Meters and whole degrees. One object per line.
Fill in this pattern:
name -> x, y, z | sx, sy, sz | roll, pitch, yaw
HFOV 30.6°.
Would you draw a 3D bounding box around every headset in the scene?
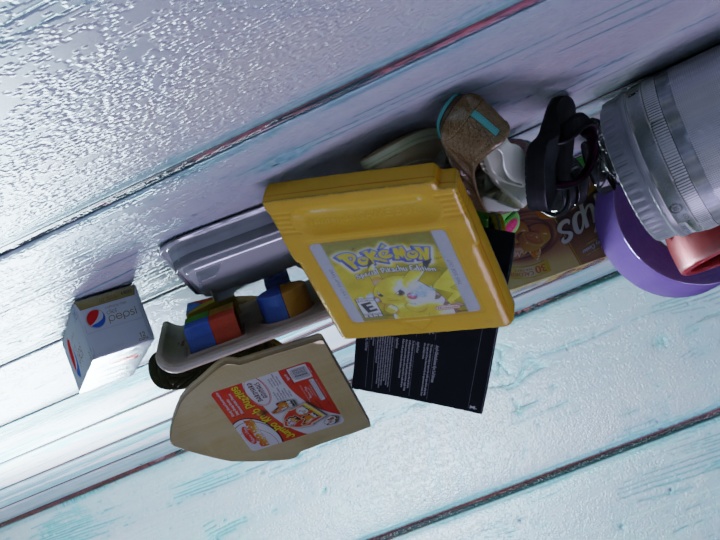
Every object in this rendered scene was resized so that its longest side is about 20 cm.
headset -> 0.244, -0.121, 1.462 | 0.123, 0.094, 0.200 | -24, -173, -7

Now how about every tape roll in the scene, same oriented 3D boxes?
tape roll -> 0.391, -0.072, 1.595 | 0.199, 0.201, 0.085 | -19, 172, -10

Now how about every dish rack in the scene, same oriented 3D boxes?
dish rack -> -0.103, -0.017, 1.298 | 0.171, 0.044, 0.200 | -21, 172, -3

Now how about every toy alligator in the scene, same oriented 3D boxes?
toy alligator -> 0.109, -0.019, 1.366 | 0.059, 0.055, 0.200 | -7, 170, -9

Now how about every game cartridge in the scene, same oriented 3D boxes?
game cartridge -> 0.029, -0.012, 1.172 | 0.175, 0.033, 0.200 | -6, 141, 22

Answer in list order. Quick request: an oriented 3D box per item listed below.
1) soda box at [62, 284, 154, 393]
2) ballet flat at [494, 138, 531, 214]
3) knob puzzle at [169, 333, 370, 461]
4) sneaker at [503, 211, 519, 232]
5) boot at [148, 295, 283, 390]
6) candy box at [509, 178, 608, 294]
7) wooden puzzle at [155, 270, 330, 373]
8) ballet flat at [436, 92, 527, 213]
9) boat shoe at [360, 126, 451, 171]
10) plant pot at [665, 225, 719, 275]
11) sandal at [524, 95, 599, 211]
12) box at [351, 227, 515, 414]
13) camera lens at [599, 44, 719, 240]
soda box -> -0.271, 0.075, 1.396 | 0.068, 0.064, 0.200 | -18, 171, -20
ballet flat -> 0.115, -0.075, 1.356 | 0.067, 0.068, 0.200 | -26, 173, -28
knob puzzle -> -0.108, 0.140, 1.377 | 0.218, 0.031, 0.220 | -8, 141, -6
sneaker -> 0.092, -0.041, 1.569 | 0.199, 0.077, 0.084 | -21, -170, 11
boot -> -0.129, 0.075, 1.492 | 0.174, 0.067, 0.200 | 1, -165, 18
candy box -> 0.246, -0.052, 1.651 | 0.199, 0.116, 0.055 | -19, 172, -14
wooden puzzle -> -0.114, 0.042, 1.365 | 0.199, 0.047, 0.185 | -15, -169, -3
ballet flat -> 0.116, -0.090, 1.144 | 0.068, 0.072, 0.200 | -54, 160, -11
boat shoe -> 0.061, -0.085, 1.198 | 0.073, 0.063, 0.200 | -24, 171, 22
plant pot -> 0.413, -0.114, 1.449 | 0.199, 0.183, 0.200 | -20, 172, -3
sandal -> 0.184, -0.101, 1.168 | 0.048, 0.076, 0.201 | 0, -156, 17
box -> 0.071, 0.044, 1.312 | 0.140, 0.079, 0.201 | 13, 138, 7
camera lens -> 0.352, -0.133, 1.269 | 0.199, 0.161, 0.160 | -25, 170, 22
